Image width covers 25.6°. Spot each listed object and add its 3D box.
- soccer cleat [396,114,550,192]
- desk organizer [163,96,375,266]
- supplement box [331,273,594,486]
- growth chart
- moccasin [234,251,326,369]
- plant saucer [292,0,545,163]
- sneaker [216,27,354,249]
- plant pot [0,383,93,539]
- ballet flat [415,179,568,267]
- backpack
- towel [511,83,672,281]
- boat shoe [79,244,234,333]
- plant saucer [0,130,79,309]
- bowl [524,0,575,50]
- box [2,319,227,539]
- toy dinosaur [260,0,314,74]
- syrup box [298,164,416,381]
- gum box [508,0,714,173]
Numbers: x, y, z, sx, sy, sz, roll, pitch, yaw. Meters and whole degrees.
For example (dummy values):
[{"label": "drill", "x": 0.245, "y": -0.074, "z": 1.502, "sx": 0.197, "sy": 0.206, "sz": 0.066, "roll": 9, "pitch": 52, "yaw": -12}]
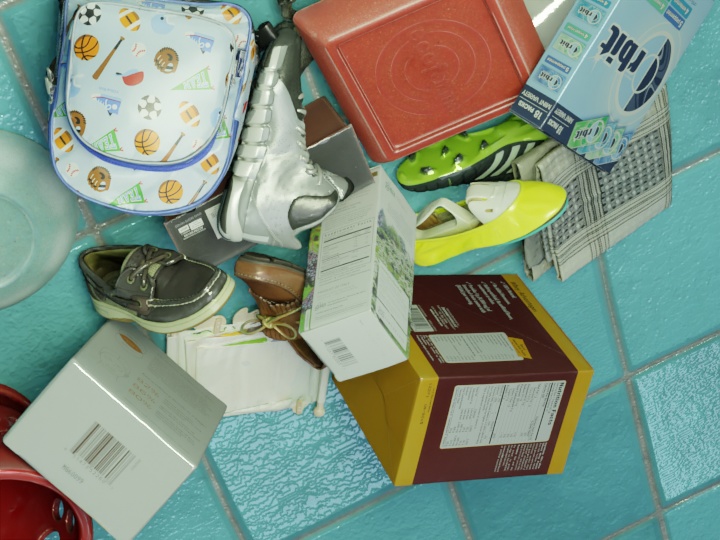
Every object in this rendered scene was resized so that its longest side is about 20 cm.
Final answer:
[{"label": "soccer cleat", "x": 0.132, "y": -0.113, "z": 1.623, "sx": 0.199, "sy": 0.068, "sz": 0.081, "roll": -23, "pitch": 130, "yaw": -12}, {"label": "desk organizer", "x": -0.097, "y": -0.083, "z": 1.530, "sx": 0.199, "sy": 0.077, "sz": 0.072, "roll": -28, "pitch": 127, "yaw": -5}, {"label": "supplement box", "x": 0.103, "y": 0.109, "z": 1.667, "sx": 0.199, "sy": 0.197, "sz": 0.133, "roll": 0, "pitch": 121, "yaw": -23}, {"label": "growth chart", "x": -0.116, "y": 0.099, "z": 1.676, "sx": 0.199, "sy": 0.018, "sz": 0.145, "roll": 0, "pitch": 120, "yaw": -24}, {"label": "moccasin", "x": -0.073, "y": 0.043, "z": 1.583, "sx": 0.078, "sy": 0.073, "sz": 0.201, "roll": -65, "pitch": 155, "yaw": -16}, {"label": "plant saucer", "x": 0.066, "y": -0.195, "z": 1.472, "sx": 0.199, "sy": 0.037, "sz": 0.200, "roll": -23, "pitch": 132, "yaw": 10}, {"label": "sneaker", "x": -0.055, "y": -0.114, "z": 1.452, "sx": 0.115, "sy": 0.075, "sz": 0.201, "roll": 15, "pitch": 97, "yaw": -9}, {"label": "plant pot", "x": -0.372, "y": 0.218, "z": 1.532, "sx": 0.199, "sy": 0.183, "sz": 0.201, "roll": -11, "pitch": 125, "yaw": -16}, {"label": "ballet flat", "x": 0.114, "y": -0.055, "z": 1.603, "sx": 0.199, "sy": 0.067, "sz": 0.067, "roll": -21, "pitch": 126, "yaw": 41}, {"label": "backpack", "x": -0.180, "y": -0.141, "z": 1.351, "sx": 0.199, "sy": 0.154, "sz": 0.192, "roll": 8, "pitch": 97, "yaw": -1}, {"label": "towel", "x": 0.251, "y": -0.088, "z": 1.675, "sx": 0.199, "sy": 0.035, "sz": 0.193, "roll": -30, "pitch": 141, "yaw": -13}, {"label": "boat shoe", "x": -0.198, "y": 0.011, "z": 1.472, "sx": 0.065, "sy": 0.199, "sz": 0.073, "roll": 54, "pitch": 55, "yaw": -30}, {"label": "plant saucer", "x": -0.357, "y": -0.034, "z": 1.469, "sx": 0.200, "sy": 0.039, "sz": 0.202, "roll": -11, "pitch": 124, "yaw": -17}, {"label": "bowl", "x": 0.154, "y": -0.284, "z": 1.516, "sx": 0.200, "sy": 0.075, "sz": 0.200, "roll": -45, "pitch": 127, "yaw": 8}, {"label": "box", "x": -0.228, "y": 0.145, "z": 1.511, "sx": 0.152, "sy": 0.200, "sz": 0.106, "roll": 41, "pitch": 100, "yaw": -4}, {"label": "toy dinosaur", "x": -0.060, "y": -0.222, "z": 1.480, "sx": 0.088, "sy": 0.048, "sz": 0.200, "roll": 27, "pitch": 110, "yaw": -42}, {"label": "syrup box", "x": 0.000, "y": 0.000, "z": 1.545, "sx": 0.081, "sy": 0.201, "sz": 0.079, "roll": -19, "pitch": 132, "yaw": 22}, {"label": "gum box", "x": 0.244, "y": -0.207, "z": 1.515, "sx": 0.170, "sy": 0.044, "sz": 0.201, "roll": 20, "pitch": 102, "yaw": -57}]
